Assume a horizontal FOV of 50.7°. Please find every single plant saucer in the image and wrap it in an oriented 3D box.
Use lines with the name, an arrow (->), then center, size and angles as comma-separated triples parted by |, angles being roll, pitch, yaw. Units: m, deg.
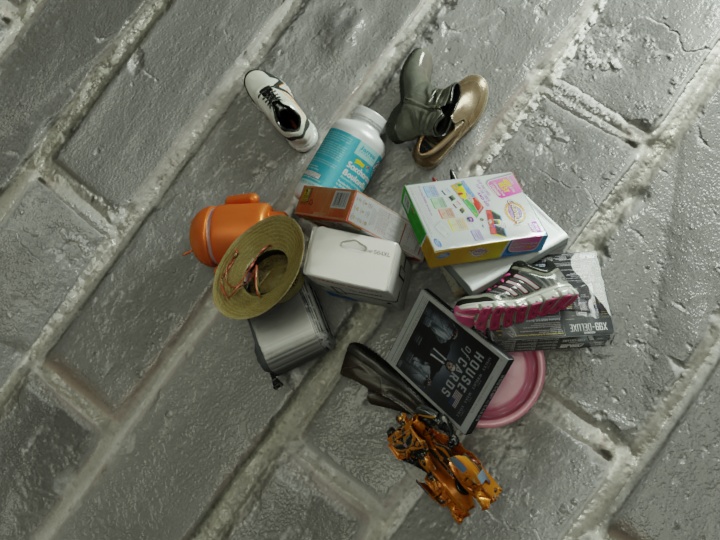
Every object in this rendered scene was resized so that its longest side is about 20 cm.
plant saucer -> 0.211, 0.164, 1.287 | 0.200, 0.051, 0.202 | -2, 80, 11

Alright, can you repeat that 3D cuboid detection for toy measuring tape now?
toy measuring tape -> 0.145, -0.051, 1.335 | 0.073, 0.074, 0.201 | -29, 80, 4

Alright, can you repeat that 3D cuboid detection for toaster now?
toaster -> -0.127, 0.094, 1.335 | 0.129, 0.114, 0.201 | -23, 71, 4

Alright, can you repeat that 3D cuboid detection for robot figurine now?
robot figurine -> -0.224, -0.065, 1.386 | 0.199, 0.117, 0.145 | -3, 100, 10
robot figurine -> 0.126, 0.311, 1.234 | 0.200, 0.058, 0.145 | 45, 133, 4

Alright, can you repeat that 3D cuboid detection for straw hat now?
straw hat -> -0.145, 0.011, 1.262 | 0.200, 0.085, 0.202 | -21, 52, 29

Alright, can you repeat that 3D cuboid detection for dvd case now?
dvd case -> 0.140, 0.146, 1.240 | 0.200, 0.025, 0.151 | 41, 114, 37

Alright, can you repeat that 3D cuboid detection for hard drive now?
hard drive -> 0.229, -0.049, 1.276 | 0.199, 0.026, 0.132 | -28, 56, -16

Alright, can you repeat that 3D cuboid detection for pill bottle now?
pill bottle -> -0.028, -0.195, 1.373 | 0.111, 0.111, 0.201 | 29, 87, 15

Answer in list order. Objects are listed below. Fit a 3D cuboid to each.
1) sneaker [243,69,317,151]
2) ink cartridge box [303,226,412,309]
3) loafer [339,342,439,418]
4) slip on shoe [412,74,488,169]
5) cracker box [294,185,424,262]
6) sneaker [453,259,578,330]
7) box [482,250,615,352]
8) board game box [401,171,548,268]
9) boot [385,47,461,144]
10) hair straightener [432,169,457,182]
sneaker -> -0.155, -0.317, 1.439 | 0.074, 0.080, 0.200 | -42, 73, 2
ink cartridge box -> 0.000, 0.000, 1.283 | 0.145, 0.200, 0.085 | 12, 81, 13
loafer -> 0.048, 0.206, 1.308 | 0.200, 0.073, 0.071 | 37, 100, 18
slip on shoe -> 0.163, -0.275, 1.376 | 0.076, 0.061, 0.200 | 39, 89, 16
cracker box -> 0.007, -0.078, 1.279 | 0.134, 0.200, 0.058 | 12, 79, 46
sneaker -> 0.237, 0.033, 1.199 | 0.199, 0.074, 0.088 | -12, 58, -7
box -> 0.303, 0.051, 1.252 | 0.199, 0.050, 0.158 | -4, 59, 2
board game box -> 0.185, -0.086, 1.246 | 0.199, 0.040, 0.153 | -8, 52, -15
boot -> 0.129, -0.314, 1.350 | 0.130, 0.068, 0.201 | -2, 65, 44
hair straightener -> 0.204, -0.097, 1.339 | 0.077, 0.041, 0.201 | -27, 68, -2
